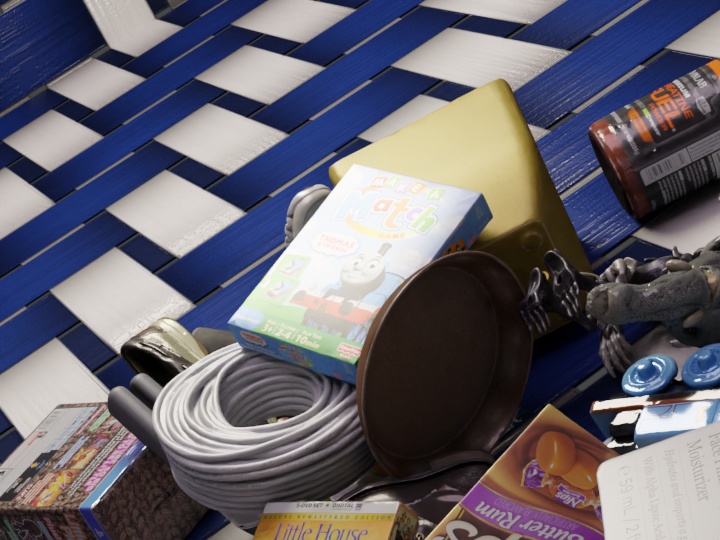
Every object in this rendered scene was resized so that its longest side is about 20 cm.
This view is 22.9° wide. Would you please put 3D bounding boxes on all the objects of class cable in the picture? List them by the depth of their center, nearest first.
[{"bbox_3d":[-0.073,0.125,1.507,0.199,0.070,0.200,11,38,35],"label":"cable"}]

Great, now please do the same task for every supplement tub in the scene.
[{"bbox_3d":[0.331,-0.140,1.738,0.199,0.107,0.107,-27,23,3],"label":"supplement tub"}]

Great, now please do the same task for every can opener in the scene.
[{"bbox_3d":[-0.149,0.169,1.574,0.200,0.067,0.052,39,48,26],"label":"can opener"}]

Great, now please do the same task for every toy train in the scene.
[{"bbox_3d":[0.263,0.117,1.320,0.199,0.087,0.115,-10,35,37],"label":"toy train"}]

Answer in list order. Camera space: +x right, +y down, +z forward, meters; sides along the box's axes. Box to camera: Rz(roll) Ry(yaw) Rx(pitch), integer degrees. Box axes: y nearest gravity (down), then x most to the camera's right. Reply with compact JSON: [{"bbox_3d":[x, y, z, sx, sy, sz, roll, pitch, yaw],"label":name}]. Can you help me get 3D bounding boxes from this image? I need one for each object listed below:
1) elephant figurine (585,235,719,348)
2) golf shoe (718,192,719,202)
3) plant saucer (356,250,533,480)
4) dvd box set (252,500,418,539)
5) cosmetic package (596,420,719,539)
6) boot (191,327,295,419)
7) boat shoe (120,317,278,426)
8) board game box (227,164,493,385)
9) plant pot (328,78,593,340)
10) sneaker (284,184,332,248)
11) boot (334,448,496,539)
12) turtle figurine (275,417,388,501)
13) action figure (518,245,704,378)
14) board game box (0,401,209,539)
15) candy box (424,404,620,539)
[{"bbox_3d":[0.299,0.020,1.389,0.199,0.156,0.142,-19,25,24],"label":"elephant figurine"},{"bbox_3d":[0.391,-0.040,1.452,0.199,0.089,0.077,-1,10,45],"label":"golf shoe"},{"bbox_3d":[0.065,0.079,1.464,0.200,0.201,0.034,-41,37,-27],"label":"plant saucer"},{"bbox_3d":[-0.046,0.268,1.337,0.146,0.029,0.201,-6,52,41],"label":"dvd box set"},{"bbox_3d":[0.265,0.189,1.058,0.199,0.166,0.165,-22,25,13],"label":"cosmetic package"},{"bbox_3d":[-0.094,0.072,1.724,0.072,0.183,0.199,-1,6,-35],"label":"boot"},{"bbox_3d":[-0.155,0.122,1.704,0.066,0.072,0.201,-27,53,-34],"label":"boat shoe"},{"bbox_3d":[0.000,0.000,1.532,0.151,0.037,0.200,15,56,39],"label":"board game box"},{"bbox_3d":[0.110,-0.023,1.653,0.193,0.196,0.200,-27,30,2],"label":"plant pot"},{"bbox_3d":[-0.015,0.010,1.711,0.075,0.201,0.081,-30,29,-26],"label":"sneaker"},{"bbox_3d":[0.055,0.218,1.361,0.199,0.070,0.174,-29,24,-2],"label":"boot"},{"bbox_3d":[-0.016,0.158,1.566,0.200,0.065,0.161,-39,25,-22],"label":"turtle figurine"},{"bbox_3d":[0.234,0.033,1.501,0.199,0.103,0.119,2,-27,-31],"label":"action figure"},{"bbox_3d":[-0.248,0.209,1.681,0.199,0.097,0.160,-6,32,41],"label":"board game box"},{"bbox_3d":[0.119,0.203,1.260,0.116,0.057,0.200,35,61,21],"label":"candy box"}]
